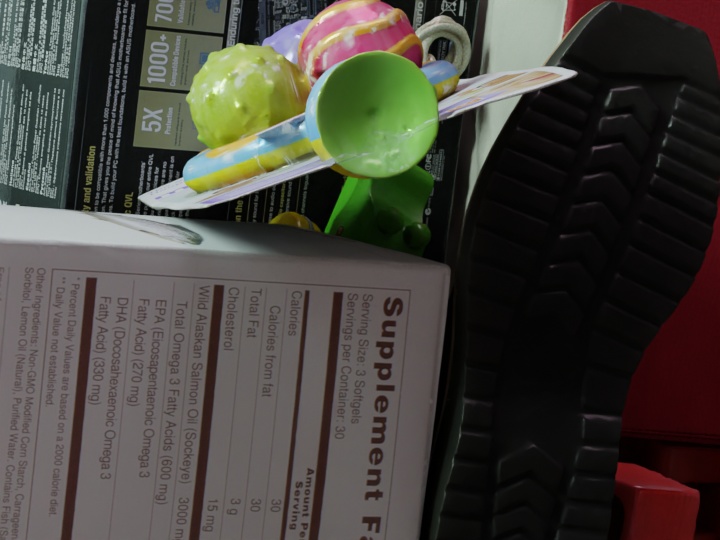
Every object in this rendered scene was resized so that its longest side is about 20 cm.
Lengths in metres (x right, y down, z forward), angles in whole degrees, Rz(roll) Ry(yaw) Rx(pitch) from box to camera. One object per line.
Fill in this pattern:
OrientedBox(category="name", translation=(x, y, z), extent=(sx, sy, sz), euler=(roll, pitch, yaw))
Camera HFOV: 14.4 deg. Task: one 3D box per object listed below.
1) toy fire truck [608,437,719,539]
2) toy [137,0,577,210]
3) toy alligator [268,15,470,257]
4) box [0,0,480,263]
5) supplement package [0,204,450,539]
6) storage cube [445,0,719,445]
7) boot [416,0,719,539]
OrientedBox(category="toy fire truck", translation=(0.088, 0.079, 1.024), extent=(0.141, 0.049, 0.200), euler=(3, 8, -31))
OrientedBox(category="toy", translation=(-0.013, -0.057, 0.893), extent=(0.115, 0.047, 0.200), euler=(-21, 9, -8))
OrientedBox(category="toy alligator", translation=(0.000, 0.000, 1.002), extent=(0.059, 0.200, 0.054), euler=(30, -8, -29))
OrientedBox(category="box", translation=(-0.056, -0.017, 1.050), extent=(0.164, 0.200, 0.086), euler=(2, 8, -32))
OrientedBox(category="supplement package", translation=(-0.091, 0.042, 0.861), extent=(0.200, 0.117, 0.117), euler=(4, 5, -31))
OrientedBox(category="storage cube", translation=(0.128, -0.031, 1.064), extent=(0.180, 0.171, 0.200), euler=(5, 6, -13))
OrientedBox(category="boot", translation=(0.043, 0.010, 0.929), extent=(0.077, 0.200, 0.138), euler=(20, -1, -17))
